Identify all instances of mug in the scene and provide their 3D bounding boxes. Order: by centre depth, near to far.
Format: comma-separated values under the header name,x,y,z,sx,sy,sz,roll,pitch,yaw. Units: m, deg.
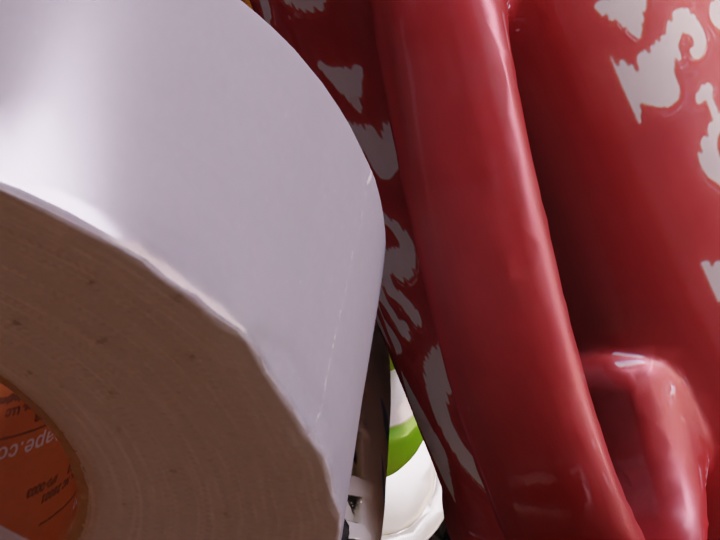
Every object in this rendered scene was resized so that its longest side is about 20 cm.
name,x,y,z,sx,sy,sz,roll,pitch,yaw
mug,0.052,-0.034,0.599,0.201,0.133,0.178,65,-6,-27

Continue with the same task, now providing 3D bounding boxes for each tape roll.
name,x,y,z,sx,sy,sz,roll,pitch,yaw
tape roll,-0.097,0.009,0.526,0.201,0.199,0.067,64,29,-48

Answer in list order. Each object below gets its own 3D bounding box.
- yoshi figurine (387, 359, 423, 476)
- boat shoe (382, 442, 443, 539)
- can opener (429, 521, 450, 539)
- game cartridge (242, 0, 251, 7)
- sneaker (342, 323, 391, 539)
name,x,y,z,sx,sy,sz,roll,pitch,yaw
yoshi figurine,0.009,-0.046,0.771,0.112,0.112,0.201,25,65,-44
boat shoe,-0.003,-0.001,0.865,0.060,0.072,0.203,131,-34,-62
can opener,0.051,0.040,0.943,0.053,0.066,0.201,41,-49,48
game cartridge,-0.022,-0.042,0.991,0.177,0.032,0.201,-95,168,-57
sneaker,-0.018,0.071,0.614,0.072,0.072,0.201,29,52,-28
